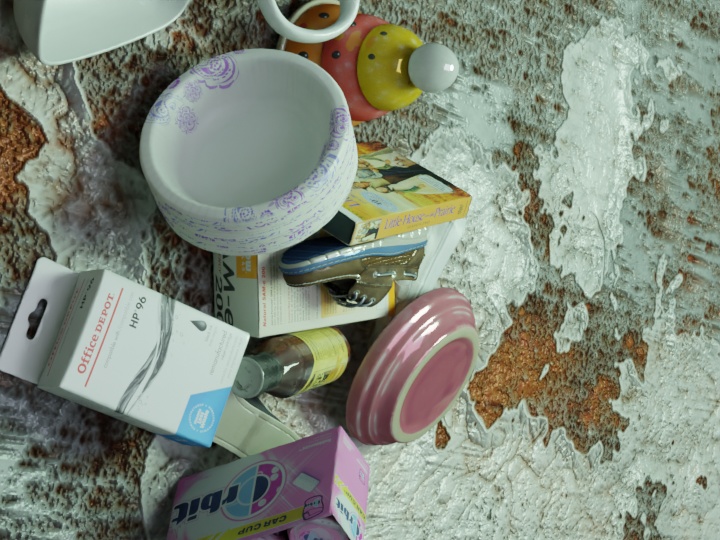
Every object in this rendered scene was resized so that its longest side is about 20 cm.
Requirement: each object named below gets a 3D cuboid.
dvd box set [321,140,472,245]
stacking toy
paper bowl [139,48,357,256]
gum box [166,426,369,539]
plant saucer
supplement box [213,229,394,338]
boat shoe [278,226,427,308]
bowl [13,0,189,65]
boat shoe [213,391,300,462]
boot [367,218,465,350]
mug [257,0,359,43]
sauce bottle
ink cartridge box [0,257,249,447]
[{"bbox_3d":[0.003,-0.085,1.427,0.199,0.146,0.030,-14,129,-49],"label":"dvd box set"},{"bbox_3d":[0.023,-0.211,1.407,0.146,0.199,0.147,-5,97,-46],"label":"stacking toy"},{"bbox_3d":[-0.102,-0.103,1.301,0.201,0.200,0.105,-60,158,-23],"label":"paper bowl"},{"bbox_3d":[-0.095,0.238,1.320,0.066,0.199,0.114,57,23,-32],"label":"gum box"},{"bbox_3d":[0.067,0.116,1.525,0.200,0.051,0.201,-39,147,-31],"label":"plant saucer"},{"bbox_3d":[-0.057,-0.006,1.433,0.199,0.073,0.127,-6,98,-45],"label":"supplement box"},{"bbox_3d":[0.000,0.000,1.388,0.199,0.072,0.073,-14,106,-43],"label":"boat shoe"},{"bbox_3d":[-0.219,-0.289,1.194,0.200,0.075,0.200,-33,157,-46],"label":"bowl"},{"bbox_3d":[-0.142,0.135,1.372,0.200,0.063,0.073,42,82,-19],"label":"boat shoe"},{"bbox_3d":[0.034,0.002,1.542,0.095,0.074,0.201,29,82,-15],"label":"boot"},{"bbox_3d":[-0.057,-0.326,1.353,0.174,0.147,0.202,-10,94,-35],"label":"mug"},{"bbox_3d":[-0.074,0.096,1.386,0.200,0.066,0.067,-11,102,-66],"label":"sauce bottle"},{"bbox_3d":[-0.215,0.074,1.253,0.199,0.068,0.117,26,75,-28],"label":"ink cartridge box"}]
